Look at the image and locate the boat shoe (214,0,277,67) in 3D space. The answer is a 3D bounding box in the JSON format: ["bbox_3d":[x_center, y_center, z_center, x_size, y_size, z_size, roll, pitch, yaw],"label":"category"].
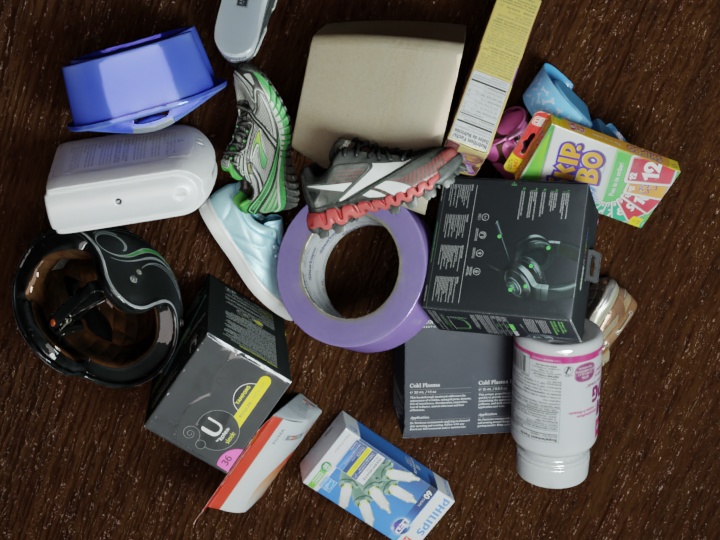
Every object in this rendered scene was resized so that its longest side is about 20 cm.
[{"bbox_3d":[-0.125,-0.342,1.435,0.073,0.068,0.202,9,85,2],"label":"boat shoe"}]

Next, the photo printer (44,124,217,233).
[{"bbox_3d":[-0.273,-0.115,1.450,0.197,0.167,0.070,-10,118,-3],"label":"photo printer"}]

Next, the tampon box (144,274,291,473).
[{"bbox_3d":[-0.181,0.128,1.529,0.126,0.200,0.151,32,105,-16],"label":"tampon box"}]

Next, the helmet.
[{"bbox_3d":[-0.316,0.042,1.489,0.200,0.201,0.190,-44,151,10],"label":"helmet"}]

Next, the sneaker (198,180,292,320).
[{"bbox_3d":[-0.123,-0.026,1.547,0.081,0.074,0.201,-32,110,11],"label":"sneaker"}]

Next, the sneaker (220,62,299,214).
[{"bbox_3d":[-0.128,-0.154,1.450,0.084,0.078,0.202,-18,122,-18],"label":"sneaker"}]

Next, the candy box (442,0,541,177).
[{"bbox_3d":[0.153,-0.224,1.440,0.056,0.117,0.202,21,81,0],"label":"candy box"}]

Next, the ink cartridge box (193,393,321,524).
[{"bbox_3d":[-0.132,0.256,1.583,0.050,0.200,0.163,36,103,3],"label":"ink cartridge box"}]

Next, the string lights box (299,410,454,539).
[{"bbox_3d":[0.024,0.298,1.688,0.199,0.059,0.103,35,102,-17],"label":"string lights box"}]

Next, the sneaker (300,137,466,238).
[{"bbox_3d":[0.017,-0.110,1.338,0.198,0.071,0.099,-17,101,22],"label":"sneaker"}]

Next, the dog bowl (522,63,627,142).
[{"bbox_3d":[0.283,-0.175,1.522,0.200,0.112,0.050,41,114,-18],"label":"dog bowl"}]

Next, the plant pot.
[{"bbox_3d":[0.020,-0.205,1.443,0.175,0.200,0.202,13,108,1],"label":"plant pot"}]

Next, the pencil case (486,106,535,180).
[{"bbox_3d":[0.232,-0.110,1.543,0.091,0.094,0.200,-44,111,-8],"label":"pencil case"}]

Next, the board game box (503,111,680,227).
[{"bbox_3d":[0.283,-0.123,1.468,0.198,0.030,0.096,19,127,-12],"label":"board game box"}]

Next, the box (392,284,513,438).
[{"bbox_3d":[0.147,0.116,1.612,0.197,0.104,0.184,-2,111,-6],"label":"box"}]

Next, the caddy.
[{"bbox_3d":[-0.260,-0.218,1.428,0.198,0.142,0.106,-15,108,1],"label":"caddy"}]

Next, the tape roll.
[{"bbox_3d":[0.000,0.000,1.509,0.198,0.085,0.203,-3,81,19],"label":"tape roll"}]

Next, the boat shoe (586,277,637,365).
[{"bbox_3d":[0.311,0.108,1.644,0.071,0.076,0.201,28,106,-17],"label":"boat shoe"}]

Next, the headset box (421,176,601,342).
[{"bbox_3d":[0.191,-0.015,1.454,0.198,0.093,0.176,3,72,20],"label":"headset box"}]

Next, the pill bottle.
[{"bbox_3d":[0.249,0.166,1.526,0.112,0.114,0.202,-3,111,-5],"label":"pill bottle"}]
